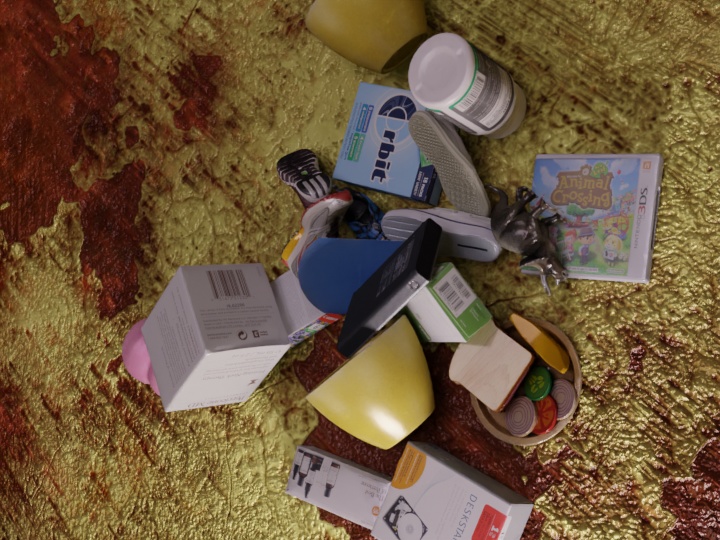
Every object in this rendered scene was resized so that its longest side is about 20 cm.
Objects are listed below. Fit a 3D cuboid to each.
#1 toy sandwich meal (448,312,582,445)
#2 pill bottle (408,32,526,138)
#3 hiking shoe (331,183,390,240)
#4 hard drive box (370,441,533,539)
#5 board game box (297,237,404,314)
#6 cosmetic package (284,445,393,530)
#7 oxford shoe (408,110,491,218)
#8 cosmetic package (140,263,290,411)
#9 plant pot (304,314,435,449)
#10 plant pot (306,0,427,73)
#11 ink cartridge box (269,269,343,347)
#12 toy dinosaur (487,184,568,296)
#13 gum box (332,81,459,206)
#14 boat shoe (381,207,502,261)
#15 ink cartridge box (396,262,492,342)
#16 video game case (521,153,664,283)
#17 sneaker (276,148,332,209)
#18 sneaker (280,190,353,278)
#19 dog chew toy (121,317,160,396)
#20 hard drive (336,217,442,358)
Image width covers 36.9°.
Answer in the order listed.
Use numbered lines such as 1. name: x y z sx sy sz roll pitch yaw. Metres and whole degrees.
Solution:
1. toy sandwich meal: 0.226 0.154 1.579 0.202 0.070 0.209 -9 75 34
2. pill bottle: 0.167 -0.272 1.635 0.112 0.199 0.115 -8 75 33
3. hiking shoe: 0.024 -0.061 1.756 0.075 0.087 0.200 -51 56 3
4. hard drive box: 0.133 0.367 1.595 0.198 0.076 0.158 24 95 36
5. board game box: 0.000 0.000 1.717 0.196 0.160 0.039 3 41 2
6. cosmetic package: -0.026 0.348 1.729 0.198 0.050 0.084 13 88 37
7. oxford shoe: 0.149 -0.168 1.688 0.075 0.057 0.202 -34 88 47
8. cosmetic package: -0.248 0.112 1.832 0.200 0.165 0.168 -50 54 45
9. plant pot: 0.034 0.185 1.655 0.199 0.200 0.143 -40 88 21
10. plant pot: 0.029 -0.412 1.782 0.199 0.200 0.143 -40 85 22
11. ink cartridge box: -0.080 0.042 1.837 0.198 0.050 0.110 -31 63 25
12. toy dinosaur: 0.234 -0.066 1.592 0.103 0.077 0.200 -51 58 7
13. gum box: 0.061 -0.212 1.793 0.198 0.044 0.173 16 89 37
14. boat shoe: 0.132 -0.061 1.685 0.197 0.067 0.074 17 131 19
15. ink cartridge box: 0.110 0.051 1.637 0.059 0.104 0.200 -41 9 -17
16. video game case: 0.337 -0.080 1.581 0.197 0.022 0.186 4 82 36
17. sneaker: -0.088 -0.127 1.869 0.075 0.117 0.201 -20 30 -5
18. sneaker: -0.056 -0.053 1.748 0.083 0.077 0.201 52 138 19
19. dog chew toy: -0.341 0.174 1.954 0.199 0.124 0.126 39 102 27
20. hard drive: 0.042 0.027 1.614 0.200 0.033 0.140 -45 16 34
